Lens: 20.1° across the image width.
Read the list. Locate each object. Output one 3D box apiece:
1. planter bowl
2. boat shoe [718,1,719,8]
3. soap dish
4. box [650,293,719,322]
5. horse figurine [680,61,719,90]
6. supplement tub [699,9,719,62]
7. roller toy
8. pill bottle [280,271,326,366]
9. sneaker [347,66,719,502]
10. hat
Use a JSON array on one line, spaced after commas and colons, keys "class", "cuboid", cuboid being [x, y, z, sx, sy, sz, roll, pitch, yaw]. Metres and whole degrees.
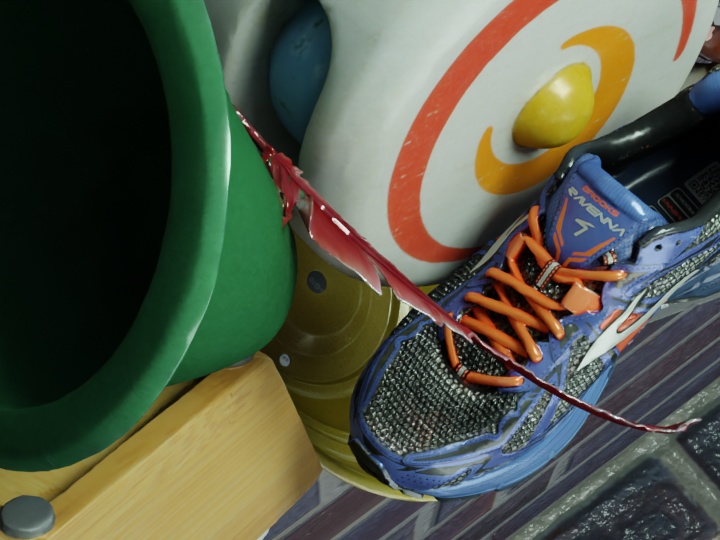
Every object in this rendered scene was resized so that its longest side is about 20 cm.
[{"class": "planter bowl", "cuboid": [0.000, 0.000, 0.865, 0.200, 0.200, 0.083, -28, -172, -36]}, {"class": "boat shoe", "cuboid": [0.132, -0.141, 0.861, 0.200, 0.072, 0.071, -9, -179, 38]}, {"class": "soap dish", "cuboid": [-0.135, 0.053, 0.684, 0.157, 0.200, 0.081, -39, 145, -47]}, {"class": "box", "cuboid": [0.158, -0.044, 1.072, 0.198, 0.050, 0.200, -20, -154, -9]}, {"class": "horse figurine", "cuboid": [0.154, -0.081, 1.008, 0.200, 0.050, 0.133, -12, -166, -7]}, {"class": "supplement tub", "cuboid": [0.202, -0.197, 0.931, 0.200, 0.107, 0.107, -45, 164, 21]}, {"class": "roller toy", "cuboid": [0.030, -0.091, 0.706, 0.182, 0.140, 0.200, -47, 153, 7]}, {"class": "pill bottle", "cuboid": [-0.018, 0.014, 1.011, 0.200, 0.116, 0.116, -46, 164, 26]}, {"class": "sneaker", "cuboid": [0.072, -0.003, 0.683, 0.200, 0.075, 0.078, -42, 155, -13]}, {"class": "hat", "cuboid": [-0.037, -0.011, 0.652, 0.176, 0.200, 0.166, 6, 149, -46]}]
